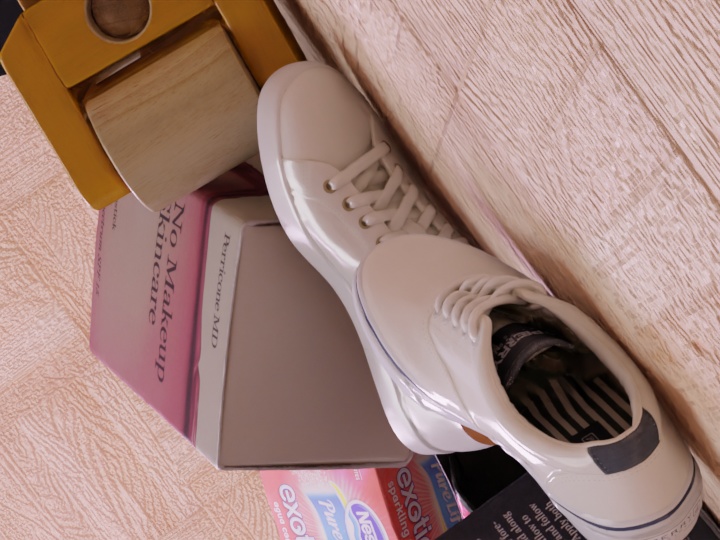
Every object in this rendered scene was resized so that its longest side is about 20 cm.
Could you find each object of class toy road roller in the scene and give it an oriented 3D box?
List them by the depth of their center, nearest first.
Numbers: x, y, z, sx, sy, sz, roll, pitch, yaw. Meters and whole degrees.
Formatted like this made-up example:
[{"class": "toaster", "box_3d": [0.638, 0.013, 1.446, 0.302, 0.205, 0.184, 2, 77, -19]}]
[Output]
[{"class": "toy road roller", "box_3d": [-0.114, -0.139, 1.182, 0.201, 0.123, 0.146, 60, -173, -7]}]

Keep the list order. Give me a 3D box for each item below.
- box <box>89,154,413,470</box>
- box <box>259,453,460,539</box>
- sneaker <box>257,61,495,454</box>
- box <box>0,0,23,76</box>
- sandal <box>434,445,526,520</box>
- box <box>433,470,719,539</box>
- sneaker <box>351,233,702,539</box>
[{"class": "box", "box_3d": [-0.055, 0.011, 1.230, 0.200, 0.108, 0.129, -148, 62, -61]}, {"class": "box", "box_3d": [0.015, 0.135, 1.425, 0.094, 0.102, 0.201, -5, 107, 41]}, {"class": "sneaker", "box_3d": [0.026, -0.010, 1.094, 0.084, 0.073, 0.201, -8, 115, 51]}, {"class": "box", "box_3d": [-0.211, -0.222, 1.301, 0.141, 0.079, 0.201, 55, -155, -43]}, {"class": "sandal", "box_3d": [0.083, 0.121, 1.311, 0.200, 0.075, 0.045, 58, 176, -13]}, {"class": "box", "box_3d": [0.075, 0.185, 1.030, 0.107, 0.200, 0.149, 51, 175, 39]}, {"class": "sneaker", "box_3d": [0.062, 0.029, 0.939, 0.200, 0.073, 0.071, 38, 157, 43]}]
